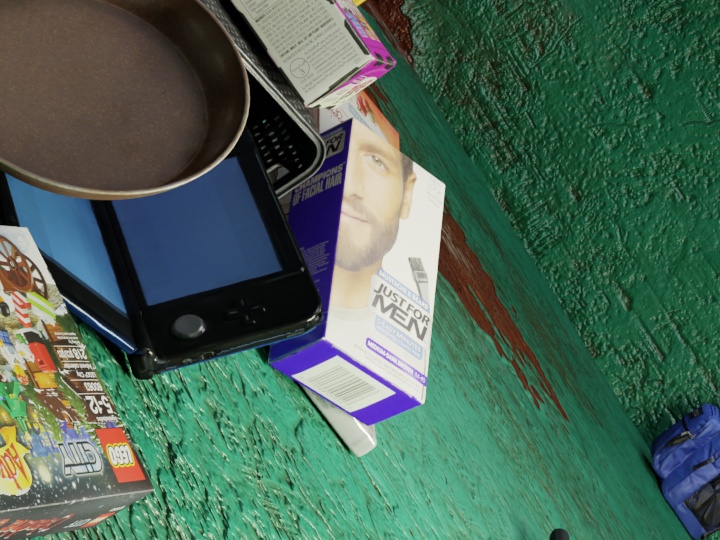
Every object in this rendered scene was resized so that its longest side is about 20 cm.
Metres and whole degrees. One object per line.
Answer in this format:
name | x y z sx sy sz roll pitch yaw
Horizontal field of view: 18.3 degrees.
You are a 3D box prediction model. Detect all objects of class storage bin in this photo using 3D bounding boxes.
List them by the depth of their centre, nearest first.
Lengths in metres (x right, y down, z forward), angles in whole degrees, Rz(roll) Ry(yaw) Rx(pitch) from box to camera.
storage bin | -0.130 -0.118 1.478 0.200 0.135 0.094 46 14 -48

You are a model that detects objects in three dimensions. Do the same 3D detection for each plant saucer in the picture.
plant saucer | -0.164 -0.111 1.302 0.199 0.035 0.201 12 47 -13

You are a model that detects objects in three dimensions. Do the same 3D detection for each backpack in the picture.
backpack | 0.545 0.284 3.352 0.168 0.200 0.163 54 10 -10

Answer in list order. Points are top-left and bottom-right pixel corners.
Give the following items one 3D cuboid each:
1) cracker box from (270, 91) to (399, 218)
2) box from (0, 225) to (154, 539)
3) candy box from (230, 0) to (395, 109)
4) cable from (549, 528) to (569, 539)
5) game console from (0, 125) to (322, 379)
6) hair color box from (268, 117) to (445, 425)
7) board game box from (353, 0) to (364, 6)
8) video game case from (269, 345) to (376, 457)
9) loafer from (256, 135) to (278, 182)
cracker box | -0.021 -0.069 1.809 0.134 0.057 0.201 48 32 -43
box | -0.171 0.044 0.914 0.137 0.038 0.200 62 18 12
candy box | -0.062 -0.206 1.512 0.200 0.061 0.136 56 8 1
cable | 0.225 0.330 2.026 0.200 0.051 0.163 56 9 -5
game console | -0.131 -0.046 1.321 0.200 0.170 0.119 -114 -167 -44
hair color box | 0.000 0.000 1.659 0.109 0.065 0.201 34 46 -35
board game box | -0.122 -0.268 1.842 0.200 0.199 0.200 54 9 -12
video game case | -0.050 0.033 1.725 0.182 0.023 0.200 53 10 -17
loafer | -0.098 -0.048 1.623 0.200 0.071 0.073 -93 159 -60
